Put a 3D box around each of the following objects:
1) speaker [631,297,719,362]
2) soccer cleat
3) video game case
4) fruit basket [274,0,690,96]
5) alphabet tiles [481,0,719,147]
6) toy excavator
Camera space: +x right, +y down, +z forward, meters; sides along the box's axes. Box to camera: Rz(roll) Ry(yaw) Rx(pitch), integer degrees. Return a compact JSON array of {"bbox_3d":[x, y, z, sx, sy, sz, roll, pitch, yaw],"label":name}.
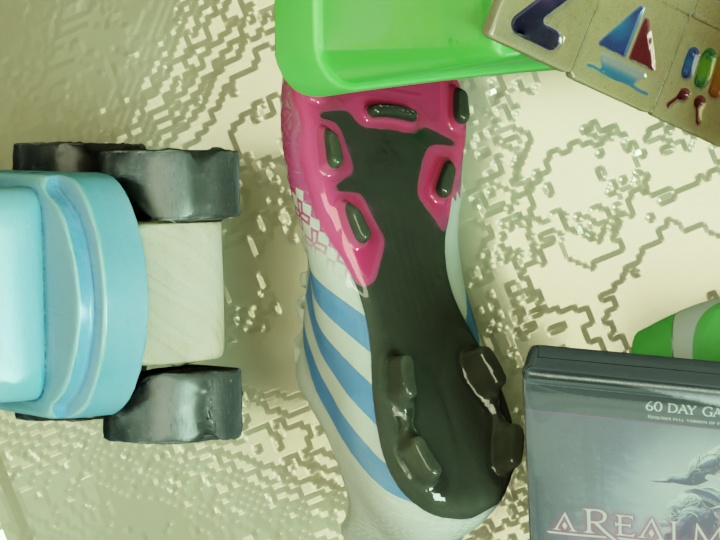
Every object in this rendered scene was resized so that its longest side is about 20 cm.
[{"bbox_3d":[0.193,0.037,0.971,0.200,0.088,0.088,-11,90,14],"label":"speaker"},{"bbox_3d":[0.000,0.000,1.025,0.070,0.086,0.200,0,71,-29],"label":"soccer cleat"},{"bbox_3d":[0.126,0.113,0.970,0.143,0.019,0.200,5,128,13],"label":"video game case"},{"bbox_3d":[0.012,-0.161,0.982,0.216,0.155,0.216,17,112,53],"label":"fruit basket"},{"bbox_3d":[0.112,-0.147,0.921,0.166,0.006,0.200,22,90,-31],"label":"alphabet tiles"},{"bbox_3d":[-0.163,0.006,1.017,0.194,0.200,0.100,4,95,56],"label":"toy excavator"}]
